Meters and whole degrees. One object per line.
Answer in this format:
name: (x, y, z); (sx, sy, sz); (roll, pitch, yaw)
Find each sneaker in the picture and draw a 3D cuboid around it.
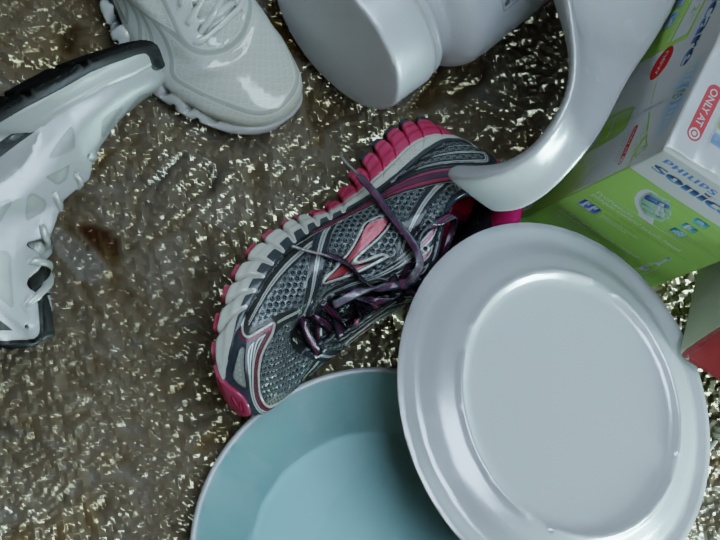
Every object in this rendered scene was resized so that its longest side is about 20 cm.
sneaker: (-0.101, -0.153, 1.488); (0.200, 0.081, 0.075); (48, 67, -8)
sneaker: (-0.168, -0.029, 1.454); (0.200, 0.076, 0.116); (-33, 102, -15)
sneaker: (0.000, 0.000, 1.484); (0.075, 0.081, 0.200); (30, 65, 33)

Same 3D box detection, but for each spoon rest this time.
spoon rest: (0.115, -0.123, 1.472); (0.099, 0.061, 0.200); (34, 75, -39)

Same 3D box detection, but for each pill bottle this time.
pill bottle: (0.057, -0.182, 1.534); (0.200, 0.113, 0.113); (-40, 95, -22)

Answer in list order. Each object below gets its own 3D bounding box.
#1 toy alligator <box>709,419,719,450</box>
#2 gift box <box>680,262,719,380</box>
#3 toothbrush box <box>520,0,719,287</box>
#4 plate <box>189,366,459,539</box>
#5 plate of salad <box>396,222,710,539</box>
toy alligator: (0.138, 0.135, 1.542); (0.054, 0.059, 0.200); (26, 67, 29)
gift box: (0.306, -0.022, 1.534); (0.184, 0.200, 0.187); (33, 49, -21)
toothbrush box: (0.179, -0.082, 1.515); (0.086, 0.200, 0.146); (32, 72, -13)
plate: (0.010, 0.151, 1.488); (0.200, 0.026, 0.201); (1, 78, -7)
plate of salad: (0.098, 0.073, 1.484); (0.200, 0.048, 0.201); (11, 69, -31)
